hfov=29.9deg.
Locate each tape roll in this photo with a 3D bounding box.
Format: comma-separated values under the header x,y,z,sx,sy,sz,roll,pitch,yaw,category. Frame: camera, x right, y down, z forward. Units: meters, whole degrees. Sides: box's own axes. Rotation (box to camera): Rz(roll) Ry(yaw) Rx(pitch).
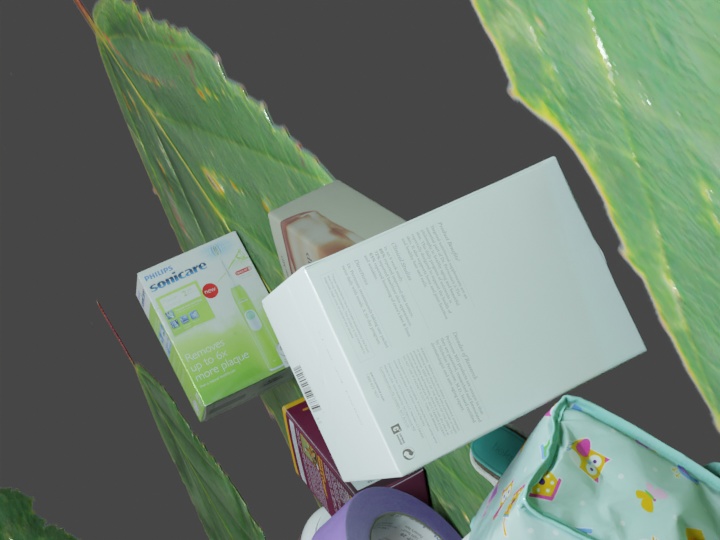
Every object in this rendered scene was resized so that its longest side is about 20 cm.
x,y,z,sx,sy,sz,roll,pitch,yaw,category
0.043,0.320,1.371,0.066,0.200,0.200,-45,64,26,tape roll

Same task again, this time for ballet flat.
x,y,z,sx,sy,sz,roll,pitch,yaw,category
0.166,0.192,1.090,0.200,0.069,0.070,38,147,47,ballet flat

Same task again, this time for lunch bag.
x,y,z,sx,sy,sz,roll,pitch,yaw,category
0.180,0.201,0.907,0.200,0.122,0.170,25,137,2,lunch bag

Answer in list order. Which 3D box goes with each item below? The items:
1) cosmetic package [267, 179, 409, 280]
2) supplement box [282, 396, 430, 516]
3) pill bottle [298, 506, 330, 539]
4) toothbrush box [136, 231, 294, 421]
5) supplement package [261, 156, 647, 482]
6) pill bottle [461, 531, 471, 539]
x,y,z,sx,sy,sz,roll,pitch,yaw,category
0.000,0.000,1.258,0.200,0.087,0.104,35,145,57,cosmetic package
-0.004,0.232,1.557,0.200,0.086,0.111,43,150,50,supplement box
-0.027,0.364,1.738,0.113,0.113,0.200,60,161,17,pill bottle
-0.187,0.073,1.767,0.200,0.145,0.086,61,161,15,toothbrush box
0.061,0.039,0.960,0.152,0.200,0.151,65,162,3,supplement package
0.129,0.291,1.213,0.120,0.119,0.200,59,160,18,pill bottle
